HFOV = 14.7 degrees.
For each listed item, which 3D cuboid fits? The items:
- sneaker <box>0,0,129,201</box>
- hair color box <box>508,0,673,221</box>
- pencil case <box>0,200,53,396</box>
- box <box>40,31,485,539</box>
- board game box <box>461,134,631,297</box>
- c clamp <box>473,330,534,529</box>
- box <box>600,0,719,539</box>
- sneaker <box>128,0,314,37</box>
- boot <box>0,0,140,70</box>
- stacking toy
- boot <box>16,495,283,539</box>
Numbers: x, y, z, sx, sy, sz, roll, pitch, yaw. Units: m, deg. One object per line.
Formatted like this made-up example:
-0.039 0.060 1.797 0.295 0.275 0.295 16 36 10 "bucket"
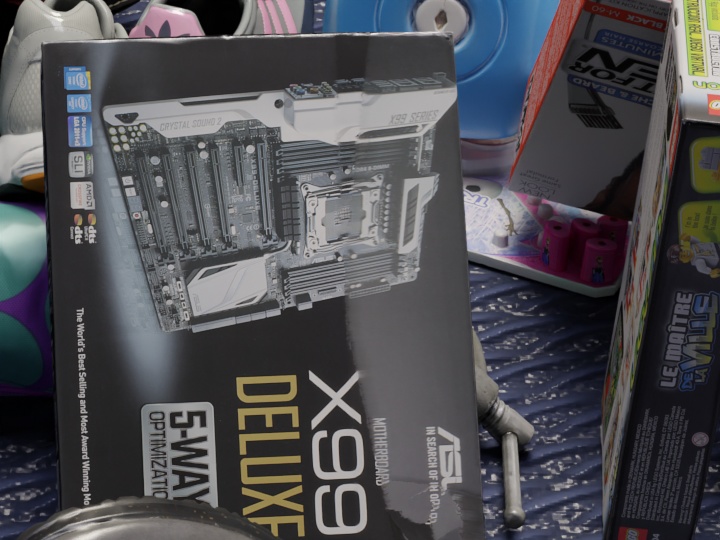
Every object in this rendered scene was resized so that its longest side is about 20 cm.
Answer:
-0.118 -0.070 1.190 0.076 0.092 0.200 1 -2 -4 "sneaker"
0.136 -0.086 1.178 0.111 0.200 0.064 14 68 -1 "hair color box"
-0.137 0.019 1.112 0.200 0.093 0.085 1 -11 -7 "pencil case"
-0.039 0.013 1.046 0.157 0.200 0.050 -2 -8 -8 "box"
0.059 -0.070 1.345 0.200 0.026 0.200 18 34 16 "board game box"
0.000 0.000 1.133 0.200 0.027 0.171 43 15 -11 "c clamp"
0.124 0.003 1.076 0.035 0.200 0.110 7 33 0 "box"
-0.064 -0.129 1.363 0.070 0.082 0.200 10 32 7 "sneaker"
-0.159 -0.128 1.317 0.200 0.073 0.151 -10 20 -26 "boot"
0.041 -0.145 1.364 0.110 0.116 0.200 7 19 0 "stacking toy"
-0.019 0.146 0.898 0.200 0.070 0.132 15 26 -27 "boot"
